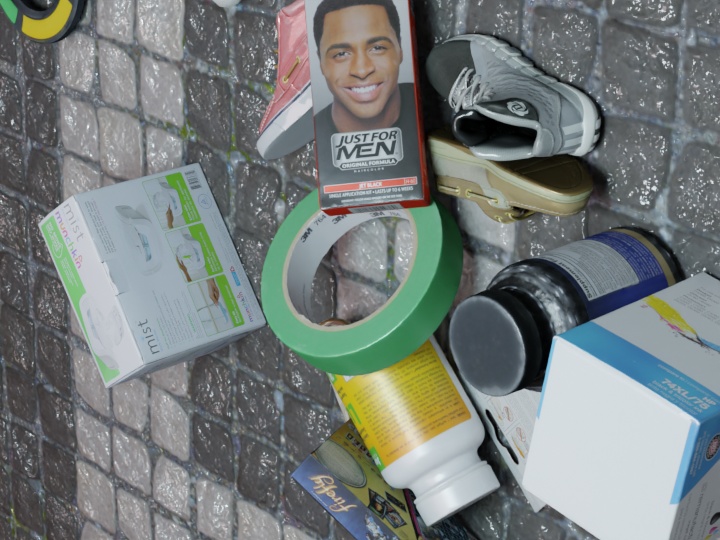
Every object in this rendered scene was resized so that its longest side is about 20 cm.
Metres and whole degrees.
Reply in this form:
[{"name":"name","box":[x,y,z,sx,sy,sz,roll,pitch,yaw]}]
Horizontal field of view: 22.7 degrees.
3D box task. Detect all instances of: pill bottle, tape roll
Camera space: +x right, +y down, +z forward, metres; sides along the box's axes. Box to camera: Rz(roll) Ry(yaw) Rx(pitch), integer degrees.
[{"name":"pill bottle","box":[0.172,0.037,1.503,0.112,0.199,0.112,20,119,42]},{"name":"pill bottle","box":[0.052,0.143,1.747,0.111,0.111,0.201,-41,74,48]},{"name":"tape roll","box":[0.000,0.000,1.709,0.200,0.048,0.201,-16,56,25]}]

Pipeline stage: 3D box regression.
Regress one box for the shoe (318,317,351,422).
[{"name":"shoe","box":[0.014,0.139,1.844,0.070,0.053,0.201,-25,87,9]}]

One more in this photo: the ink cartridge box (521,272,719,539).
[{"name":"ink cartridge box","box":[0.257,0.117,1.438,0.146,0.199,0.147,31,126,36]}]

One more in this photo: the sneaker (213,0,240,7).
[{"name":"sneaker","box":[-0.186,-0.361,1.846,0.075,0.088,0.201,-26,84,48]}]

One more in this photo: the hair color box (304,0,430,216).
[{"name":"hair color box","box":[0.006,-0.156,1.657,0.101,0.061,0.201,-6,84,8]}]

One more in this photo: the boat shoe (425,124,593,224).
[{"name":"boat shoe","box":[0.135,-0.078,1.609,0.200,0.074,0.067,30,129,51]}]

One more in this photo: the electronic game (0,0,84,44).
[{"name":"electronic game","box":[-0.384,-0.367,2.106,0.199,0.041,0.201,21,120,43]}]

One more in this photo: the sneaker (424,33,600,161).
[{"name":"sneaker","box":[0.105,-0.151,1.574,0.200,0.115,0.075,29,124,39]}]

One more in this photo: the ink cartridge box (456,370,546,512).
[{"name":"ink cartridge box","box":[0.175,0.123,1.671,0.163,0.050,0.200,60,157,13]}]

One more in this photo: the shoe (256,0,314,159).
[{"name":"shoe","box":[-0.055,-0.201,1.778,0.200,0.071,0.091,-46,68,41]}]

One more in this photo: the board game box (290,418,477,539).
[{"name":"board game box","box":[0.033,0.240,1.748,0.200,0.135,0.035,44,109,5]}]

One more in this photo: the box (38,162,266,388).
[{"name":"box","box":[-0.227,0.003,1.964,0.097,0.176,0.201,-30,82,49]}]
